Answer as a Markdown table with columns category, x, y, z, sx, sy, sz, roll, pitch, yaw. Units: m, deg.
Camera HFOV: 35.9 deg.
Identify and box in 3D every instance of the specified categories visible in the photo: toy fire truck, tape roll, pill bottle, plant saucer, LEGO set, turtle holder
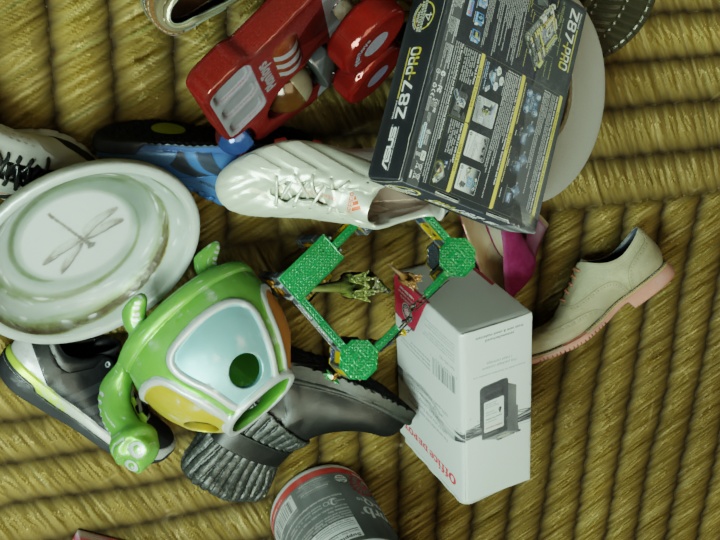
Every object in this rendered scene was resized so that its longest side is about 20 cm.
| category | x | y | z | sx | sy | sz | roll | pitch | yaw |
| --- | --- | --- | --- | --- | --- | --- | --- | --- | --- |
| toy fire truck | -0.061 | -0.170 | 0.889 | 0.168 | 0.200 | 0.112 | -43 | 83 | -5 |
| tape roll | 0.142 | -0.161 | 0.992 | 0.201 | 0.037 | 0.205 | -6 | 100 | -38 |
| pill bottle | -0.012 | 0.300 | 1.139 | 0.115 | 0.200 | 0.117 | -10 | 119 | -19 |
| plant saucer | -0.234 | -0.024 | 0.926 | 0.199 | 0.050 | 0.201 | -24 | 145 | -18 |
| LEGO set | 0.000 | 0.000 | 1.042 | 0.154 | 0.116 | 0.201 | 40 | 81 | -13 |
| turtle holder | -0.142 | 0.080 | 0.972 | 0.185 | 0.132 | 0.141 | -32 | 162 | -41 |

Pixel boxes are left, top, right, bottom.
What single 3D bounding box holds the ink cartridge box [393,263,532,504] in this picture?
| category | x | y | z | sx | sy | sz | roll | pitch | yaw |
| --- | --- | --- | --- | --- | --- | --- | --- | --- | --- |
| ink cartridge box | 0.103 | 0.109 | 1.127 | 0.083 | 0.145 | 0.202 | -15 | 120 | -21 |

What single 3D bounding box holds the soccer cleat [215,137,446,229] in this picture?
| category | x | y | z | sx | sy | sz | roll | pitch | yaw |
| --- | --- | --- | --- | --- | --- | --- | --- | --- | --- |
| soccer cleat | -0.022 | -0.069 | 0.936 | 0.198 | 0.078 | 0.070 | -4 | 133 | -8 |

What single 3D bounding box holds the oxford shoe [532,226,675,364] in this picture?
| category | x | y | z | sx | sy | sz | roll | pitch | yaw |
| --- | --- | --- | --- | --- | --- | --- | --- | --- | --- |
| oxford shoe | 0.241 | 0.029 | 1.209 | 0.199 | 0.071 | 0.074 | -35 | 98 | -4 |

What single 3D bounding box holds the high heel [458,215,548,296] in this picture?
| category | x | y | z | sx | sy | sz | roll | pitch | yaw |
| --- | --- | --- | --- | --- | --- | --- | --- | --- | --- |
| high heel | 0.110 | -0.045 | 1.095 | 0.200 | 0.067 | 0.097 | 35 | 77 | -45 |

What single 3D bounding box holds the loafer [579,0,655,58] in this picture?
| category | x | y | z | sx | sy | sz | roll | pitch | yaw |
| --- | --- | --- | --- | --- | --- | --- | --- | --- | --- |
| loafer | 0.245 | -0.290 | 1.043 | 0.075 | 0.068 | 0.201 | 10 | 126 | -24 |

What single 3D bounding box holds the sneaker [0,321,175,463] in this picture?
| category | x | y | z | sx | sy | sz | roll | pitch | yaw |
| --- | --- | --- | --- | --- | --- | --- | --- | --- | --- |
| sneaker | -0.236 | 0.107 | 1.022 | 0.200 | 0.072 | 0.083 | 37 | 94 | -34 |

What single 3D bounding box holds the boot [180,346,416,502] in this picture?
| category | x | y | z | sx | sy | sz | roll | pitch | yaw |
| --- | --- | --- | --- | --- | --- | --- | --- | --- | --- |
| boot | -0.062 | 0.166 | 1.121 | 0.210 | 0.079 | 0.159 | 21 | 98 | -20 |

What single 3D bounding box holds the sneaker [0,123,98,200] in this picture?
| category | x | y | z | sx | sy | sz | roll | pitch | yaw |
| --- | --- | --- | --- | --- | --- | --- | --- | --- | --- |
| sneaker | -0.292 | -0.085 | 0.898 | 0.199 | 0.080 | 0.074 | 19 | 104 | -32 |

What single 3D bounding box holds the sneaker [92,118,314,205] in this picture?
| category | x | y | z | sx | sy | sz | roll | pitch | yaw |
| --- | --- | --- | --- | --- | --- | --- | --- | --- | --- |
| sneaker | -0.135 | -0.086 | 0.974 | 0.198 | 0.066 | 0.079 | 0 | 117 | -24 |

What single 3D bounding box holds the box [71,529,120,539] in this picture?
| category | x | y | z | sx | sy | sz | roll | pitch | yaw |
| --- | --- | --- | --- | --- | --- | --- | --- | --- | --- |
| box | -0.215 | 0.353 | 1.138 | 0.199 | 0.095 | 0.103 | 25 | 102 | -31 |

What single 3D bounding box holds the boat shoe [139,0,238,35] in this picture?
| category | x | y | z | sx | sy | sz | roll | pitch | yaw |
| --- | --- | --- | --- | --- | --- | --- | --- | --- | --- |
| boat shoe | -0.090 | -0.263 | 0.903 | 0.200 | 0.068 | 0.075 | -45 | 121 | 0 |

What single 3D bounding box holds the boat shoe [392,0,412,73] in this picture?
| category | x | y | z | sx | sy | sz | roll | pitch | yaw |
| --- | --- | --- | --- | --- | --- | --- | --- | --- | --- |
| boat shoe | 0.082 | -0.176 | 1.019 | 0.199 | 0.074 | 0.076 | 30 | 101 | -32 |

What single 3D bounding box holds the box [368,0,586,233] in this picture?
| category | x | y | z | sx | sy | sz | roll | pitch | yaw |
| --- | --- | --- | --- | --- | --- | --- | --- | --- | --- |
| box | 0.100 | -0.147 | 0.907 | 0.160 | 0.049 | 0.202 | 16 | 86 | -37 |
